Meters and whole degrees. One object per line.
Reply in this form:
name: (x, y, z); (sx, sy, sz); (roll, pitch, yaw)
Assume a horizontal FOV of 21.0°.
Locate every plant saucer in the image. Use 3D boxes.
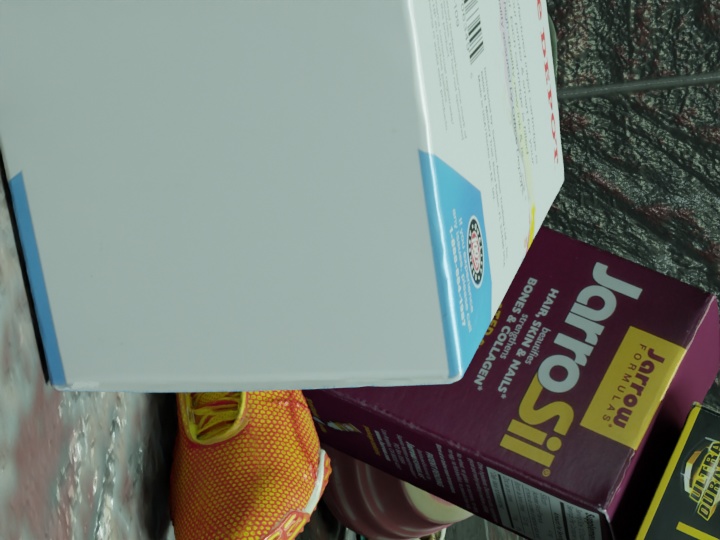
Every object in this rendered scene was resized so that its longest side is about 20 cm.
plant saucer: (0.054, 0.071, 1.154); (0.200, 0.051, 0.201); (-26, 126, -43)

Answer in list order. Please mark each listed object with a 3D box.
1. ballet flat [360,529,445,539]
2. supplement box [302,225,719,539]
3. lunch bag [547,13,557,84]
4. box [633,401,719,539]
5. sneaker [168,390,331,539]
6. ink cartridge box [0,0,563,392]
ballet flat: (0.024, 0.114, 1.235); (0.071, 0.065, 0.200); (-79, 161, -60)
supplement box: (0.067, 0.049, 0.998); (0.131, 0.200, 0.103); (-61, 159, -19)
lunch bag: (0.010, -0.144, 0.978); (0.118, 0.164, 0.200); (-51, 135, -74)
box: (0.146, 0.177, 0.963); (0.200, 0.049, 0.160); (-65, 168, -10)
sneaker: (-0.057, 0.043, 0.791); (0.077, 0.073, 0.200); (51, 22, -36)
ink cartridge box: (-0.019, -0.064, 0.688); (0.200, 0.146, 0.147); (-52, 137, -64)
